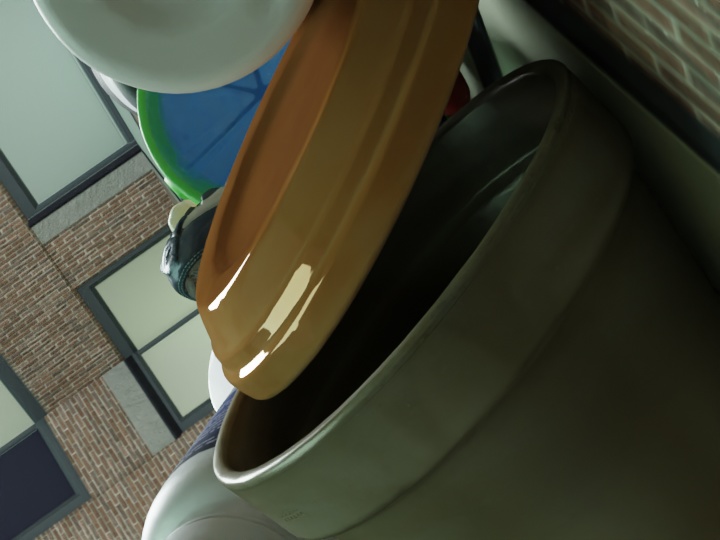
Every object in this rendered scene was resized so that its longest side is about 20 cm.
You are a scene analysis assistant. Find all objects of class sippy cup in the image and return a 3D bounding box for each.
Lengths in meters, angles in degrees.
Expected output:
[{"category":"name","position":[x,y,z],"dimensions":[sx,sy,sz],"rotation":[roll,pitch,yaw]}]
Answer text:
[{"category":"sippy cup","position":[-0.041,-0.085,1.035],"dimensions":[0.138,0.180,0.130],"rotation":[18,175,13]}]

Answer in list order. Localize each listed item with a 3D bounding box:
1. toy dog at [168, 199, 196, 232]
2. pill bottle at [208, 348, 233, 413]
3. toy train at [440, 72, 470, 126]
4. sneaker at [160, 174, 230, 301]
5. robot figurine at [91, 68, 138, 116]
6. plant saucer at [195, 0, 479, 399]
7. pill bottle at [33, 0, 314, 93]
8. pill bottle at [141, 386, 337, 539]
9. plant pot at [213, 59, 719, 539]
[{"category":"toy dog","position":[-0.036,-0.028,1.316],"dimensions":[0.192,0.141,0.200],"rotation":[19,175,-7]},{"category":"pill bottle","position":[0.014,0.075,1.100],"dimensions":[0.199,0.113,0.112],"rotation":[22,-165,-37]},{"category":"toy train","position":[0.039,-0.041,0.903],"dimensions":[0.200,0.084,0.116],"rotation":[51,-167,-33]},{"category":"sneaker","position":[0.000,0.000,0.923],"dimensions":[0.087,0.198,0.078],"rotation":[63,141,38]},{"category":"robot figurine","position":[-0.112,-0.154,1.196],"dimensions":[0.124,0.151,0.200],"rotation":[34,177,-14]},{"category":"plant saucer","position":[-0.014,-0.050,0.711],"dimensions":[0.037,0.202,0.200],"rotation":[23,180,-13]},{"category":"pill bottle","position":[-0.065,-0.145,0.756],"dimensions":[0.114,0.113,0.200],"rotation":[57,-170,-13]},{"category":"pill bottle","position":[-0.037,0.117,0.864],"dimensions":[0.112,0.110,0.200],"rotation":[56,-159,-9]},{"category":"plant pot","position":[0.070,0.052,0.713],"dimensions":[0.173,0.200,0.200],"rotation":[40,176,-12]}]
